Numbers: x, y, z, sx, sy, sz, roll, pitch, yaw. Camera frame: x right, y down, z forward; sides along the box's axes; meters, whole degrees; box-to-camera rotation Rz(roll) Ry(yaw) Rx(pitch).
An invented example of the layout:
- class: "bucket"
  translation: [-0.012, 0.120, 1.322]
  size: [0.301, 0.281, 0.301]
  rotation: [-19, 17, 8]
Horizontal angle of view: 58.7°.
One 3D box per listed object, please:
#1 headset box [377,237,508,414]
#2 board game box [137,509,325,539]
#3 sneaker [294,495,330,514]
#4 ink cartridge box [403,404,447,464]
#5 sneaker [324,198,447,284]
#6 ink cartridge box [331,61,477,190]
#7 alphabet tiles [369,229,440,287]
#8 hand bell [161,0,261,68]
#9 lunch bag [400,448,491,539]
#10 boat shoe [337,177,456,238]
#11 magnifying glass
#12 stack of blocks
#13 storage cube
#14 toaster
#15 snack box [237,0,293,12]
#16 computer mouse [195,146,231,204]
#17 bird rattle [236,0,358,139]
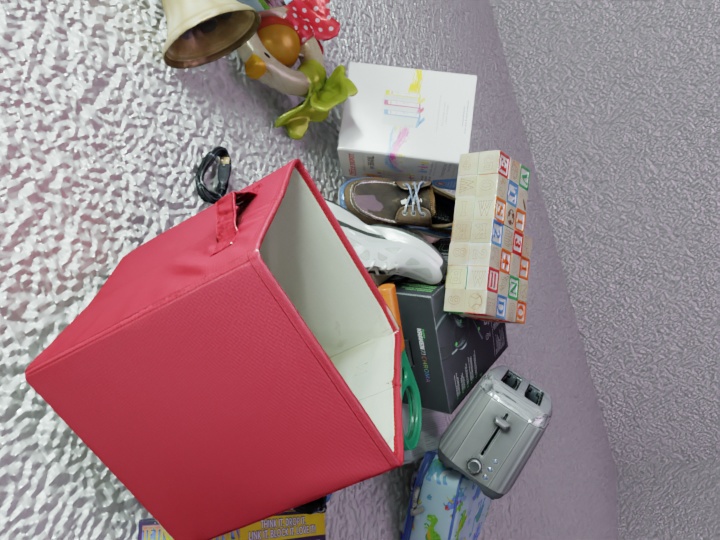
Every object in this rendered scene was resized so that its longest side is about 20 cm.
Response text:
- class: "headset box"
  translation: [0.114, 0.072, 0.882]
  size: [0.200, 0.092, 0.175]
  rotation: [-36, 122, -45]
- class: "board game box"
  translation: [-0.100, 0.291, 0.537]
  size: [0.200, 0.056, 0.167]
  rotation: [32, 49, -57]
- class: "sneaker"
  translation: [-0.053, 0.187, 0.616]
  size: [0.201, 0.078, 0.089]
  rotation: [93, 23, -56]
- class: "ink cartridge box"
  translation: [0.071, 0.181, 0.969]
  size: [0.162, 0.050, 0.202]
  rotation: [16, 58, -62]
- class: "sneaker"
  translation: [0.000, 0.000, 0.771]
  size: [0.076, 0.199, 0.116]
  rotation: [114, -2, -62]
- class: "ink cartridge box"
  translation: [0.051, -0.199, 0.898]
  size: [0.129, 0.198, 0.126]
  rotation: [76, 21, -81]
- class: "alphabet tiles"
  translation: [0.074, 0.014, 0.911]
  size: [0.196, 0.015, 0.201]
  rotation: [54, 53, -42]
- class: "hand bell"
  translation: [-0.187, -0.312, 0.618]
  size: [0.201, 0.104, 0.104]
  rotation: [63, 26, -1]
- class: "lunch bag"
  translation: [0.133, 0.342, 0.936]
  size: [0.200, 0.082, 0.162]
  rotation: [10, 93, -62]
- class: "boat shoe"
  translation: [0.067, -0.088, 0.828]
  size: [0.199, 0.072, 0.073]
  rotation: [4, 78, -33]
- class: "magnifying glass"
  translation: [0.044, 0.116, 0.755]
  size: [0.080, 0.022, 0.202]
  rotation: [-35, 119, -65]
- class: "stack of blocks"
  translation: [0.169, -0.038, 0.819]
  size: [0.115, 0.058, 0.202]
  rotation: [15, 80, -50]
- class: "storage cube"
  translation: [-0.087, 0.054, 0.468]
  size: [0.201, 0.179, 0.171]
  rotation: [57, 17, -22]
- class: "toaster"
  translation: [0.191, 0.213, 0.879]
  size: [0.130, 0.113, 0.200]
  rotation: [-59, 162, 11]
- class: "snack box"
  translation: [-0.123, -0.337, 0.609]
  size: [0.169, 0.068, 0.200]
  rotation: [54, -7, -27]
- class: "computer mouse"
  translation: [-0.138, -0.036, 0.630]
  size: [0.059, 0.034, 0.202]
  rotation: [32, 51, -56]
- class: "bird rattle"
  translation: [-0.083, -0.277, 0.785]
  size: [0.162, 0.112, 0.202]
  rotation: [7, 69, -47]
